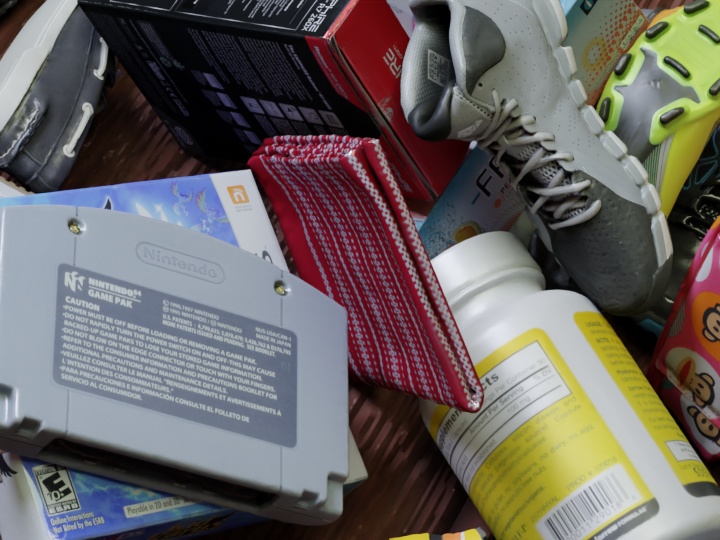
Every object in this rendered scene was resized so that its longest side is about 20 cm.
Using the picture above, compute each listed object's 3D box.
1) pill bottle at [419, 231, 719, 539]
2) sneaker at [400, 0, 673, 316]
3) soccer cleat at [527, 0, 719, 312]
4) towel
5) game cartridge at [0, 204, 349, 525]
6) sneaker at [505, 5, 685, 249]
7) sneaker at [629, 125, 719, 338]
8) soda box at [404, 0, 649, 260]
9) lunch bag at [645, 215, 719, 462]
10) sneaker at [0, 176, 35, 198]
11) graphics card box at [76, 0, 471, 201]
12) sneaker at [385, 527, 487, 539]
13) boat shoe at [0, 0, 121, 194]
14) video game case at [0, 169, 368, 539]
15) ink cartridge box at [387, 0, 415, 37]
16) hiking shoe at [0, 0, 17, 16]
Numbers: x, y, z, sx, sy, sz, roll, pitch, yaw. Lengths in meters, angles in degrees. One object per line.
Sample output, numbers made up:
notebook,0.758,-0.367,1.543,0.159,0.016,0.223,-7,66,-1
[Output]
pill bottle,0.099,0.081,1.409,0.111,0.112,0.201,-20,64,-24
sneaker,0.075,-0.059,1.384,0.115,0.075,0.201,-18,79,-50
soccer cleat,0.156,-0.062,1.502,0.064,0.084,0.201,30,83,22
towel,0.000,0.000,1.378,0.022,0.200,0.145,-26,99,-14
game cartridge,-0.096,0.042,1.337,0.199,0.042,0.134,18,51,-28
sneaker,0.126,-0.075,1.567,0.077,0.079,0.200,14,52,36
sneaker,0.206,-0.045,1.547,0.073,0.082,0.200,29,55,7
soda box,0.069,-0.081,1.490,0.063,0.068,0.201,29,83,40
lunch bag,0.250,0.002,1.448,0.176,0.200,0.082,-28,65,-31
sneaker,-0.204,0.010,1.430,0.199,0.070,0.109,21,51,0
graphics card box,-0.047,-0.107,1.457,0.199,0.126,0.051,11,58,43
sneaker,0.026,0.220,1.334,0.089,0.070,0.201,-3,53,4
boat shoe,-0.165,-0.108,1.515,0.060,0.074,0.200,40,27,-13
video game case,-0.112,0.046,1.377,0.199,0.045,0.182,-9,69,-39
ink cartridge box,0.018,-0.177,1.516,0.115,0.201,0.068,31,52,33
hiking shoe,-0.232,-0.197,1.584,0.199,0.076,0.101,-22,52,-35
